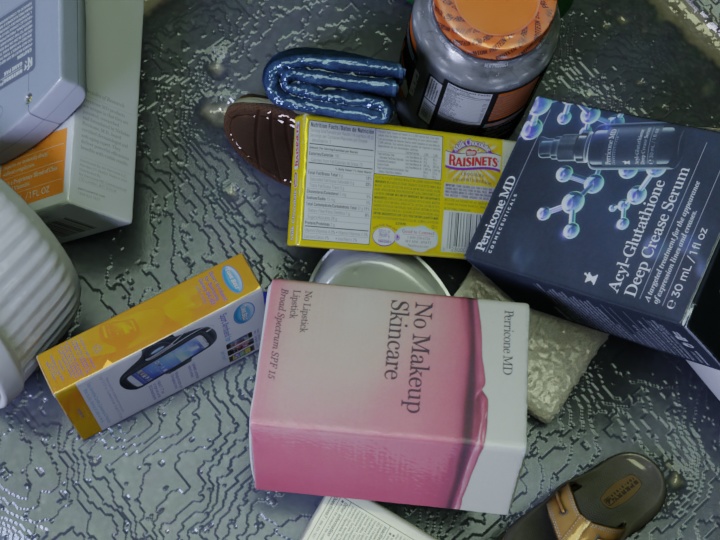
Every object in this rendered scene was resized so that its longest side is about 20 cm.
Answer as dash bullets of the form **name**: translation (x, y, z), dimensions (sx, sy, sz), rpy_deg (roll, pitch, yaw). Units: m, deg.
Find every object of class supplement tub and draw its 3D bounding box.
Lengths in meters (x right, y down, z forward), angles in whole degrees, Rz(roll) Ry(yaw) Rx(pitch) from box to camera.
- **supplement tub**: translation (0.096, -0.183, 1.082), dimensions (0.121, 0.200, 0.124), rpy_deg (2, 73, -5)

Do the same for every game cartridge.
- **game cartridge**: translation (-0.294, -0.156, 1.059), dimensions (0.199, 0.041, 0.134), rpy_deg (-20, 69, 36)

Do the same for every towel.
- **towel**: translation (0.162, 0.018, 1.116), dimensions (0.132, 0.035, 0.201), rpy_deg (34, 74, 6)
- **towel**: translation (-0.024, -0.157, 1.067), dimensions (0.110, 0.200, 0.049), rpy_deg (8, 101, -4)

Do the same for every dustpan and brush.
- **dustpan and brush**: translation (0.000, 0.000, 1.080), dimensions (0.138, 0.057, 0.202), rpy_deg (-17, 100, 7)

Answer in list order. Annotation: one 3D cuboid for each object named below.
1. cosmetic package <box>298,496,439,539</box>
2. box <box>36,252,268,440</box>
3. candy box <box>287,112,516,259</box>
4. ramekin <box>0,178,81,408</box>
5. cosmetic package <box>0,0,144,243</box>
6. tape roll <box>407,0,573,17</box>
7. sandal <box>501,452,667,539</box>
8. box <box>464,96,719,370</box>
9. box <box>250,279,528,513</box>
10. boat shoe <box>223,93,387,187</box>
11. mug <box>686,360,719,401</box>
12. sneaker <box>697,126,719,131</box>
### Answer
- **cosmetic package**: translation (0.037, 0.261, 1.015), dimensions (0.199, 0.071, 0.106), rpy_deg (32, 72, 4)
- **box**: translation (-0.149, 0.057, 1.031), dimensions (0.199, 0.119, 0.042), rpy_deg (-29, 70, -13)
- **candy box**: translation (0.038, -0.063, 1.044), dimensions (0.198, 0.026, 0.103), rpy_deg (5, 86, -27)
- **ramekin**: translation (-0.307, 0.000, 0.999), dimensions (0.200, 0.200, 0.105), rpy_deg (40, 65, 7)
- **cosmetic package**: translation (-0.242, -0.133, 1.079), dimensions (0.101, 0.071, 0.202), rpy_deg (-13, 69, 36)
- **tape roll**: translation (0.095, -0.280, 1.109), dimensions (0.199, 0.201, 0.049), rpy_deg (20, 72, 1)
- **sandal**: translation (0.180, 0.200, 1.021), dimensions (0.199, 0.055, 0.082), rpy_deg (-29, 64, -34)
- **box**: translation (0.208, -0.032, 1.007), dimensions (0.199, 0.107, 0.149), rpy_deg (18, 78, 39)
- **box**: translation (0.023, 0.095, 0.977), dimensions (0.198, 0.109, 0.129), rpy_deg (5, 55, 1)
- **boat shoe**: translation (-0.018, -0.106, 1.128), dimensions (0.201, 0.075, 0.075), rpy_deg (23, 38, 8)
- **mug**: translation (0.361, 0.056, 1.071), dimensions (0.186, 0.149, 0.154), rpy_deg (-31, 87, -6)
- **sneaker**: translation (0.290, -0.091, 1.141), dimensions (0.198, 0.081, 0.075), rpy_deg (8, 35, -8)
